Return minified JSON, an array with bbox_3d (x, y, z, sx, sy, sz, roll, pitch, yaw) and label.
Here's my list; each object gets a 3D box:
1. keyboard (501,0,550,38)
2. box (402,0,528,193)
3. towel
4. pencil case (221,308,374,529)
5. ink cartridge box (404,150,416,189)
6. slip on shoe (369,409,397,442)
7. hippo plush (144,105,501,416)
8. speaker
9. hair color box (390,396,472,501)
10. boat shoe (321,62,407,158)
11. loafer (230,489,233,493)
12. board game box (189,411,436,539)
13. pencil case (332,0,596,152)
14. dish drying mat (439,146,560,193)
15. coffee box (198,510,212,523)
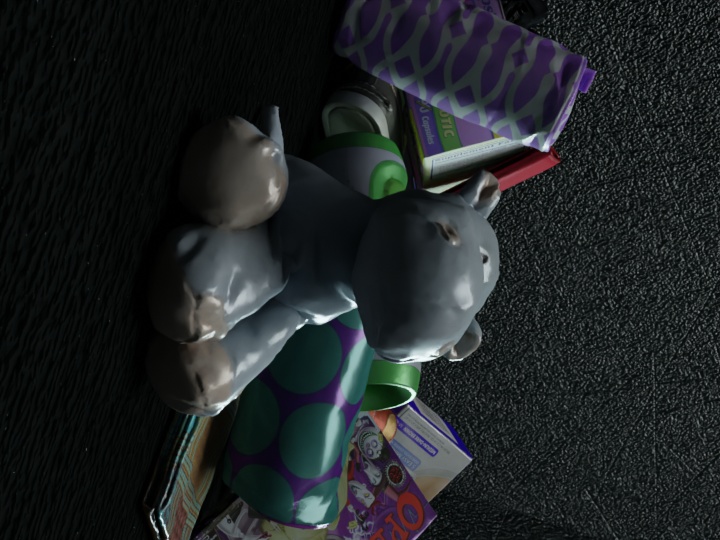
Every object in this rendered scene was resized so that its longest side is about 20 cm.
[{"bbox_3d":[0.123,-0.222,1.090,0.040,0.104,0.200,-38,-178,2],"label":"keyboard"},{"bbox_3d":[0.077,-0.171,1.097,0.200,0.096,0.177,80,-4,-82],"label":"box"},{"bbox_3d":[-0.093,0.082,0.804,0.147,0.022,0.201,95,11,-63],"label":"towel"},{"bbox_3d":[-0.031,0.064,0.832,0.092,0.085,0.202,1,107,-68],"label":"pencil case"},{"bbox_3d":[0.042,-0.030,1.311,0.201,0.043,0.197,-57,-156,36],"label":"ink cartridge box"},{"bbox_3d":[-0.030,0.129,1.115,0.200,0.061,0.074,-1,-120,63],"label":"slip on shoe"},{"bbox_3d":[-0.012,0.011,0.650,0.200,0.159,0.161,-48,153,-80],"label":"hippo plush"},{"bbox_3d":[0.000,0.000,0.943,0.089,0.088,0.202,95,-8,-67],"label":"speaker"},{"bbox_3d":[-0.005,0.203,1.160,0.200,0.109,0.065,-44,-145,7],"label":"hair color box"},{"bbox_3d":[0.006,-0.105,1.059,0.202,0.072,0.061,88,23,-64],"label":"boat shoe"},{"bbox_3d":[-0.060,0.124,1.000,0.068,0.075,0.201,-78,-178,-59],"label":"loafer"},{"bbox_3d":[-0.035,0.191,0.912,0.032,0.121,0.200,-24,-169,45],"label":"board game box"},{"bbox_3d":[0.074,-0.164,0.939,0.084,0.199,0.086,-65,175,37],"label":"pencil case"},{"bbox_3d":[0.079,-0.061,1.088,0.018,0.199,0.077,65,14,7],"label":"dish drying mat"},{"bbox_3d":[-0.086,0.284,1.000,0.201,0.112,0.080,99,9,-54],"label":"coffee box"}]
